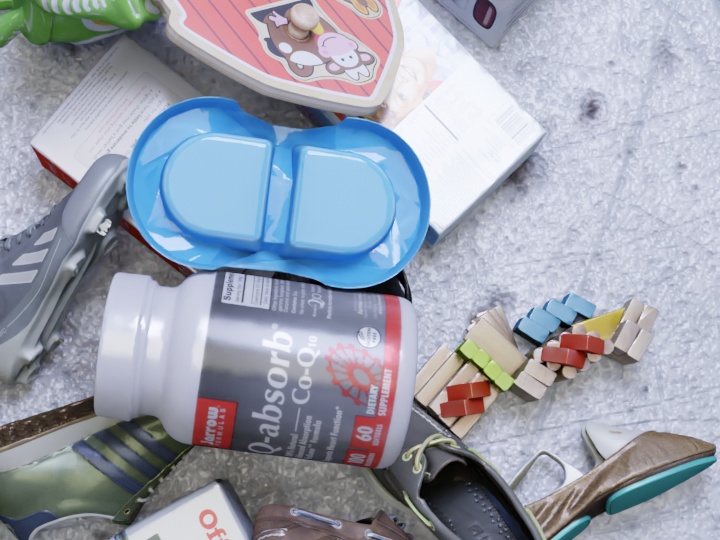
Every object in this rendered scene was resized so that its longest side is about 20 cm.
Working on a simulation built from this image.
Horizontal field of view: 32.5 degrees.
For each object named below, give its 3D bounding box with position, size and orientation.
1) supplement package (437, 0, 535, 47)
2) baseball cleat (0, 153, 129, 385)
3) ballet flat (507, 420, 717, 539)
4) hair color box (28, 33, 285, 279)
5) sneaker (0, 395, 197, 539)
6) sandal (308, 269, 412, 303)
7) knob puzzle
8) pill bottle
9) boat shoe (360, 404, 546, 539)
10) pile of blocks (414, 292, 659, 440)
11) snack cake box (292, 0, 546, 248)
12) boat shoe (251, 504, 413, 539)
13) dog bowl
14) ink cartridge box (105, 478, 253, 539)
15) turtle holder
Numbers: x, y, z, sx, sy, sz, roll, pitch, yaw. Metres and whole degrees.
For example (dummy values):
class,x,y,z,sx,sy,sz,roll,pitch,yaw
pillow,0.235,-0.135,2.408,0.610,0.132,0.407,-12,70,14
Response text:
class,x,y,z,sx,sy,sz,roll,pitch,yaw
supplement package,0.082,-0.304,0.937,0.200,0.111,0.156,41,81,4
baseball cleat,-0.234,-0.013,0.865,0.106,0.070,0.201,35,110,7
ballet flat,0.161,0.156,0.904,0.199,0.068,0.073,-30,65,-3
hair color box,-0.130,-0.067,0.914,0.200,0.064,0.111,38,79,4
sneaker,-0.169,0.136,0.887,0.199,0.067,0.090,-16,105,-16
sandal,-0.001,0.000,0.882,0.075,0.048,0.202,-25,110,-23
knob puzzle,-0.047,-0.186,0.831,0.218,0.030,0.221,16,48,-19
pill bottle,-0.068,0.062,0.815,0.199,0.116,0.117,8,81,-6
boat shoe,0.061,0.149,0.857,0.072,0.060,0.202,-25,55,-24
pile of blocks,0.129,0.057,0.910,0.199,0.062,0.083,-23,83,-7
snack cake box,0.028,-0.129,0.930,0.115,0.067,0.200,-43,86,-7
boat shoe,0.012,0.204,0.854,0.199,0.072,0.073,25,37,-34
dog bowl,-0.055,-0.049,0.822,0.199,0.050,0.112,8,86,-8
ink cartridge box,-0.148,0.253,0.854,0.199,0.083,0.147,-29,85,-8
turtle holder,-0.197,-0.233,0.878,0.131,0.185,0.142,-6,95,-21
